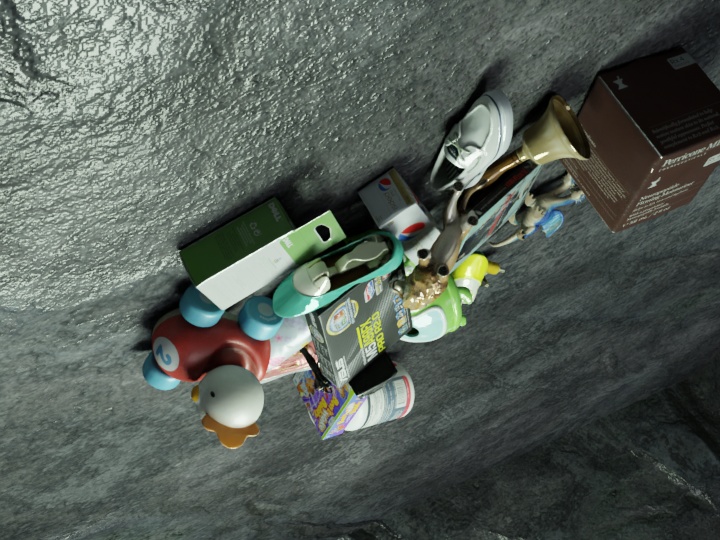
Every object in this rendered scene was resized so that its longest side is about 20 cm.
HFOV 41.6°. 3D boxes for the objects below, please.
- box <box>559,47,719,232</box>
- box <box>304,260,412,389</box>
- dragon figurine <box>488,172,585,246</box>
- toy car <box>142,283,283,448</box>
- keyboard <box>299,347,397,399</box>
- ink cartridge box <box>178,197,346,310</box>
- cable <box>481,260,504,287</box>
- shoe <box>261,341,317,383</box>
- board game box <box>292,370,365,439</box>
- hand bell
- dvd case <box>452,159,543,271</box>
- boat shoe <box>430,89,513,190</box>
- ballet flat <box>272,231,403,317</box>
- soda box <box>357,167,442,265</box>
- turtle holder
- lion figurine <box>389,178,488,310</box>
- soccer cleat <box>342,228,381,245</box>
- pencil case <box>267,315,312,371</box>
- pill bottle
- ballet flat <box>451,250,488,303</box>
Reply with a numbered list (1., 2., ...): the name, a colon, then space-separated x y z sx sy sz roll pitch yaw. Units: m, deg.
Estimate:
1. box: 0.433 -0.195 1.437 0.166 0.164 0.200 -21 155 -19
2. box: 0.000 0.066 1.406 0.160 0.044 0.200 -39 146 -21
3. dragon figurine: 0.309 -0.093 1.630 0.099 0.059 0.200 -9 148 -38
4. toy car: -0.203 0.156 1.331 0.177 0.200 0.184 15 131 -27
5. keyboard: -0.035 0.126 1.507 0.127 0.200 0.021 -25 140 -9
6. ink cartridge box: -0.127 -0.033 1.258 0.200 0.059 0.104 -30 157 0
7. cable: 0.176 -0.008 1.700 0.097 0.050 0.200 -22 149 28
8. shoe: -0.109 0.129 1.583 0.200 0.072 0.091 -20 161 -9
9. board game box: -0.049 0.198 1.711 0.045 0.135 0.200 -14 152 -31
10. hand bell: 0.225 -0.164 1.397 0.200 0.104 0.104 -28 160 30
11. dvd case: 0.209 -0.091 1.489 0.200 0.022 0.146 -42 164 -31
12. boat shoe: 0.147 -0.164 1.289 0.067 0.074 0.200 -23 156 -22
13. ballet flat: -0.033 -0.003 1.288 0.200 0.067 0.070 -25 157 -10
14. soda box: 0.067 -0.073 1.386 0.064 0.068 0.200 -33 156 8
15. turtle holder: 0.100 0.044 1.559 0.131 0.141 0.186 -23 168 -15
16. lion figurine: 0.120 -0.034 1.349 0.200 0.072 0.123 -53 170 -11
17. soccer cleat: 0.000 0.000 1.477 0.081 0.068 0.200 -9 149 -9
18. pencil case: -0.108 0.076 1.466 0.200 0.091 0.083 -36 -175 19
19. pill bottle: -0.002 0.253 1.891 0.200 0.120 0.120 -7 148 -39
20. ballet flat: 0.172 0.035 1.653 0.067 0.067 0.200 7 154 -15
